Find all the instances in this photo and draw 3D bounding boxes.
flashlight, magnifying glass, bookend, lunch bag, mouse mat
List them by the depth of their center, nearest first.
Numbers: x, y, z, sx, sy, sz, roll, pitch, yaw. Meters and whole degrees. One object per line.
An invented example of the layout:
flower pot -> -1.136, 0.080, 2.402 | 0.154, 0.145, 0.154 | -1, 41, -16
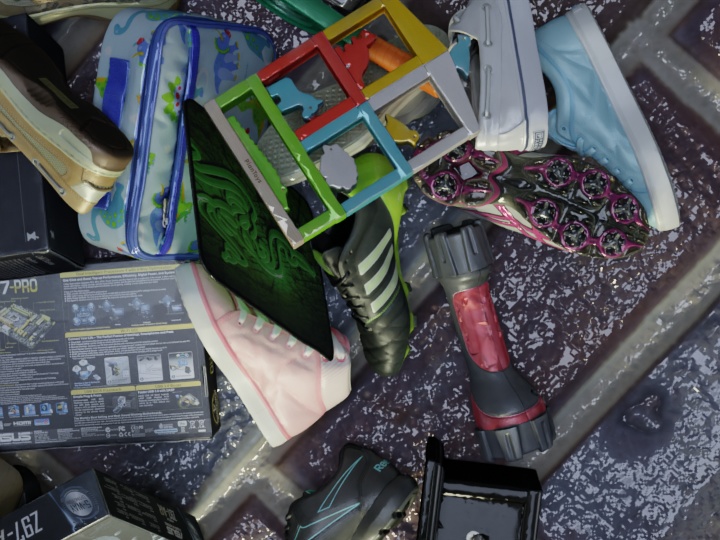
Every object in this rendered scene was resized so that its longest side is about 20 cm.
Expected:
mouse mat -> -0.077, -0.029, 1.131 | 0.008, 0.200, 0.161 | -22, 58, 20
magnifying glass -> -0.017, -0.194, 1.156 | 0.200, 0.080, 0.022 | 33, 87, 17
lunch bag -> -0.146, -0.106, 1.162 | 0.082, 0.161, 0.200 | 14, 98, 34
flashlight -> 0.107, 0.058, 1.211 | 0.068, 0.068, 0.200 | -13, 98, 22
bookend -> 0.142, 0.258, 1.219 | 0.200, 0.092, 0.199 | 7, 96, 2

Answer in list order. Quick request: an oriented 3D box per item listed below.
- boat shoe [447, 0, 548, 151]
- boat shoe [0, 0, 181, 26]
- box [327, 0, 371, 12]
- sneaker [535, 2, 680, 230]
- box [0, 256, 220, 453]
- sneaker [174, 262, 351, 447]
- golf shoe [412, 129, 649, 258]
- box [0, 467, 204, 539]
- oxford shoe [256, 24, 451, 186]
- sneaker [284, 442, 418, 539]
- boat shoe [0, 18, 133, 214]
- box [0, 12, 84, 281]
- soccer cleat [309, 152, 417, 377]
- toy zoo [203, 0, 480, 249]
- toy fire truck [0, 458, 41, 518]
boat shoe -> 0.101, -0.186, 1.153 | 0.065, 0.074, 0.200 | -6, 62, -5
boat shoe -> -0.250, -0.246, 1.194 | 0.200, 0.073, 0.063 | -3, 139, -4
box -> -0.051, -0.301, 1.120 | 0.200, 0.198, 0.123 | 36, 100, 0
sneaker -> 0.195, -0.115, 1.194 | 0.082, 0.074, 0.200 | -26, 85, 13
box -> -0.228, 0.070, 1.245 | 0.200, 0.049, 0.161 | -5, 98, 5
sneaker -> -0.073, 0.052, 1.195 | 0.105, 0.075, 0.200 | -28, 126, 1
golf shoe -> 0.141, -0.065, 1.185 | 0.200, 0.092, 0.073 | 21, 92, 6
box -> -0.236, 0.239, 1.192 | 0.160, 0.200, 0.044 | -29, 63, 6
oxford shoe -> -0.001, -0.124, 1.176 | 0.200, 0.058, 0.075 | -38, 59, -18
sneaker -> -0.036, 0.240, 1.249 | 0.079, 0.075, 0.200 | 39, 91, 13
boat shoe -> -0.261, -0.121, 1.098 | 0.200, 0.072, 0.076 | 46, 114, 22
box -> -0.336, -0.090, 1.187 | 0.182, 0.104, 0.200 | -8, 82, 5
soccer cleat -> 0.000, 0.000, 1.192 | 0.081, 0.068, 0.200 | -15, 117, -25
toy zoo -> -0.001, -0.123, 1.102 | 0.200, 0.020, 0.131 | -33, 84, -5
toy fire truck -> -0.404, 0.209, 1.231 | 0.200, 0.129, 0.176 | 32, 113, 17
